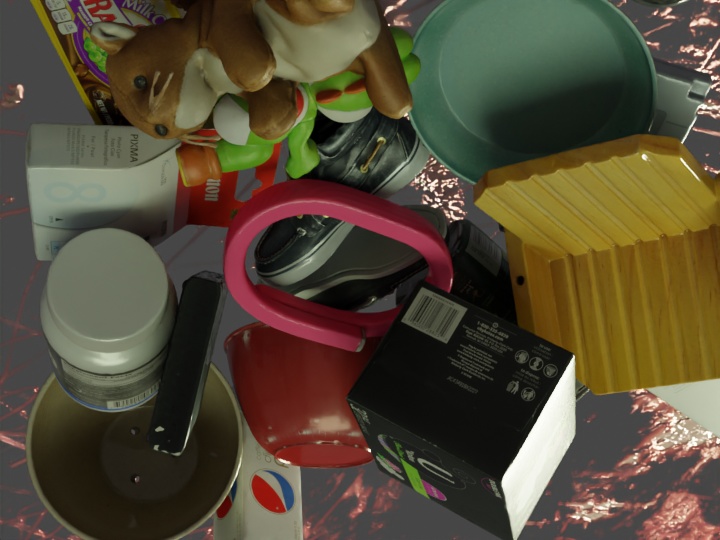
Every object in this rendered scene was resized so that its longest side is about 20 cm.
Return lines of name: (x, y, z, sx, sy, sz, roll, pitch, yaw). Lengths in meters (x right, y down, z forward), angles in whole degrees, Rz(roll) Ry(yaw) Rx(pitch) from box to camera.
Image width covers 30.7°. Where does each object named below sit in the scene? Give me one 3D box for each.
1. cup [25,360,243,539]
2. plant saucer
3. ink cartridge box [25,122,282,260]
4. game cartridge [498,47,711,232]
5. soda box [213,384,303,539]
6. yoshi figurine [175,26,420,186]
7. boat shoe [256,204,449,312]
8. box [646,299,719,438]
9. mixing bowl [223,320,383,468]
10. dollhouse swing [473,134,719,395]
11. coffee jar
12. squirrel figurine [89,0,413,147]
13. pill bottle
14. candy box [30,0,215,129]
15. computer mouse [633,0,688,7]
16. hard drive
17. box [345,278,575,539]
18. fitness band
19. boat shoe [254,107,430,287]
cup: (-0.211, 0.172, 1.276, 0.200, 0.201, 0.143, -4, 166, -4)
plant saucer: (0.134, -0.149, 1.040, 0.200, 0.036, 0.200, 7, 128, 9)
ink cartridge box: (-0.172, -0.058, 1.087, 0.200, 0.047, 0.160, 3, 153, -10)
game cartridge: (0.195, -0.102, 1.116, 0.133, 0.041, 0.200, 13, 131, -10)
soda box: (-0.103, 0.207, 1.298, 0.068, 0.200, 0.064, 21, 130, -25)
yoshi figurine: (-0.054, -0.137, 1.005, 0.200, 0.112, 0.112, -19, 150, 0)
boat shoe: (0.000, 0.000, 1.192, 0.200, 0.076, 0.060, -18, 137, 28)
box: (0.311, 0.043, 1.222, 0.106, 0.152, 0.200, -37, 130, 26)
mixing bowl: (-0.032, 0.124, 1.241, 0.200, 0.109, 0.200, -1, 158, 0)
dollhouse swing: (0.204, 0.004, 1.042, 0.200, 0.182, 0.176, -11, 172, 29)
coffee jar: (0.138, 0.048, 1.211, 0.200, 0.085, 0.104, 37, 118, -14)
squirrel figurine: (-0.088, -0.177, 0.905, 0.186, 0.200, 0.142, -22, 152, 14)
pill bottle: (-0.212, 0.044, 1.113, 0.114, 0.114, 0.200, 1, 160, -9)
candy box: (-0.176, -0.166, 1.016, 0.102, 0.026, 0.200, -15, 137, 5)
computer mouse: (0.204, -0.285, 0.934, 0.138, 0.053, 0.200, -16, 124, 12)
hard drive: (-0.144, 0.072, 1.113, 0.033, 0.200, 0.140, 14, 91, -4)
box: (0.092, 0.124, 1.112, 0.148, 0.124, 0.200, 27, 161, 20)
fitness band: (-0.019, -0.002, 1.102, 0.200, 0.037, 0.144, 18, 126, -21)
boat shoe: (-0.041, -0.072, 1.110, 0.200, 0.071, 0.091, -42, 129, 22)
